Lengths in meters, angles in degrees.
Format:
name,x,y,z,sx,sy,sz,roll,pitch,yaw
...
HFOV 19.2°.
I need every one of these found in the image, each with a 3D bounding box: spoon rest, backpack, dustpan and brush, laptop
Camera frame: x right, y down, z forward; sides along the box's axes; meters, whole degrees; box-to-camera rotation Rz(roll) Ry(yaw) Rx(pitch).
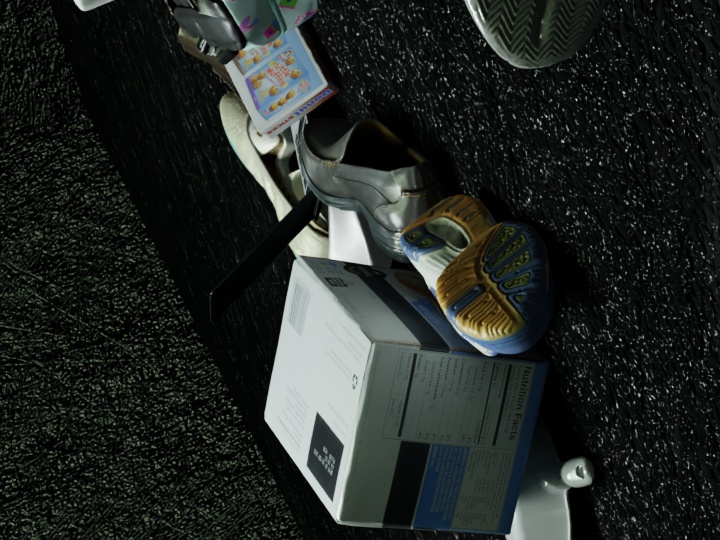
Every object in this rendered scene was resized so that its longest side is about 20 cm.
name,x,y,z,sx,sy,sz,roll,pitch,yaw
spoon rest,0.000,0.000,1.790,0.200,0.060,0.099,76,169,-50
backpack,-0.093,-0.234,1.519,0.167,0.127,0.200,51,177,-21
dustpan and brush,0.128,0.148,1.496,0.200,0.057,0.140,88,169,-83
laptop,-0.092,-0.074,1.819,0.187,0.116,0.201,117,142,-80

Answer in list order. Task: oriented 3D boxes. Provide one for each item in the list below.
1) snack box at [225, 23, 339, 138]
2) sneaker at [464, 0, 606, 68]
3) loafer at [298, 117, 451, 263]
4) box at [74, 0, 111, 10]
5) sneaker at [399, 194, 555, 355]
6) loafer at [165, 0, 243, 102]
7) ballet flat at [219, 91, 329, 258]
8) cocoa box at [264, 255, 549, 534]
name,x,y,z,sx,sy,sz,roll,pitch,yaw
snack box,-0.091,-0.210,1.742,0.200,0.072,0.024,63,-163,21
sneaker,0.059,-0.194,0.958,0.112,0.077,0.201,-132,30,-74
loafer,0.011,-0.078,1.531,0.200,0.073,0.072,38,143,52
box,-0.133,-0.304,1.345,0.200,0.199,0.172,-124,13,-55
sneaker,0.090,0.017,1.336,0.088,0.075,0.200,57,-179,-21
loafer,-0.128,-0.205,1.917,0.200,0.071,0.073,-125,33,-52
ballet flat,-0.062,-0.094,1.966,0.200,0.067,0.062,60,142,15
cocoa box,0.028,0.085,1.493,0.200,0.131,0.134,-135,54,-66
